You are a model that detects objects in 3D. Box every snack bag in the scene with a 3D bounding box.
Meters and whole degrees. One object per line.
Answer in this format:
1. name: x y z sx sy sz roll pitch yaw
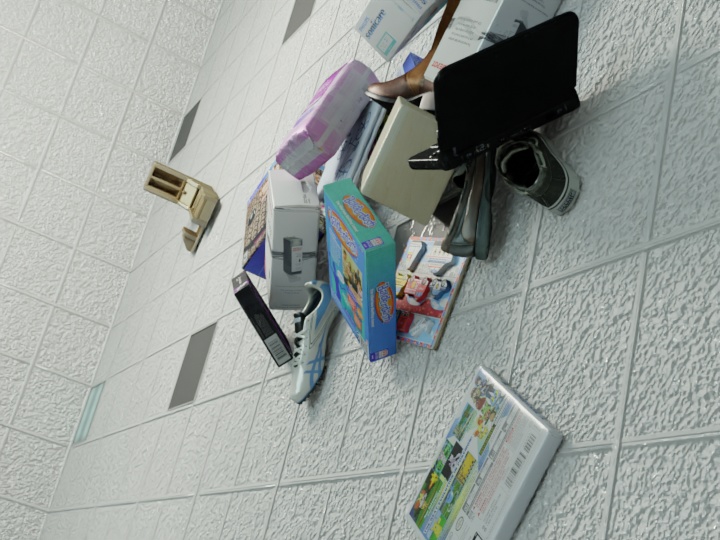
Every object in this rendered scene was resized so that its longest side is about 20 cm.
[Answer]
1. snack bag: -0.020 -0.199 1.773 0.199 0.021 0.191 -19 47 67

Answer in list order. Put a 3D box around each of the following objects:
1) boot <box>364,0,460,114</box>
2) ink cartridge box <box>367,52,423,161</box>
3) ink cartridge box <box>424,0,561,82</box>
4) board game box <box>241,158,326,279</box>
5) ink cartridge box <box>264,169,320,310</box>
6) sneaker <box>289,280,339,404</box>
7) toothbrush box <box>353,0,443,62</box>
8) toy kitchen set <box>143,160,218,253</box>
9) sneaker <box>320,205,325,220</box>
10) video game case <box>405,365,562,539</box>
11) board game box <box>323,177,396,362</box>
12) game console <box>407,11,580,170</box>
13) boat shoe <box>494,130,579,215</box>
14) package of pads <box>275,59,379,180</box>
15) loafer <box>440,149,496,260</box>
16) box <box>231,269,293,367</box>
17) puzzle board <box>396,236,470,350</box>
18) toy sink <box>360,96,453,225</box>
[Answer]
1. boot: 0.106 -0.340 1.603 0.187 0.068 0.203 13 81 50
2. ink cartridge box: 0.070 -0.278 1.722 0.201 0.041 0.120 -54 25 26
3. ink cartridge box: 0.186 -0.333 1.443 0.202 0.083 0.144 -62 23 9
4. board game box: -0.144 -0.102 1.970 0.160 0.096 0.202 -51 27 34
5. ink cartridge box: -0.120 -0.054 1.782 0.146 0.083 0.203 -105 19 -57
6. sneaker: -0.085 0.113 1.654 0.072 0.072 0.204 -20 52 59
7. toothbrush box: 0.096 -0.449 1.640 0.200 0.085 0.146 -47 2 -28
8. toy kitchen set: -0.492 -0.163 2.730 0.165 0.178 0.200 -64 18 8
9. sneaker: -0.019 -0.069 1.671 0.200 0.072 0.089 -102 -4 -82
10. video game case: 0.127 0.225 1.113 0.203 0.022 0.182 -65 22 8
11. board game box: 0.000 0.000 1.411 0.153 0.044 0.202 -123 22 -44
12. game console: 0.152 -0.209 1.224 0.197 0.118 0.175 -26 13 -16
13. boat shoe: 0.198 -0.132 1.241 0.072 0.063 0.200 -61 22 14
14. package of pads: -0.056 -0.256 1.746 0.120 0.076 0.202 -26 28 53
15. loafer: 0.141 -0.108 1.323 0.072 0.062 0.203 74 -159 -58
16. box: -0.168 0.078 1.749 0.036 0.144 0.200 -31 9 -2
17. puzzle board: 0.082 0.025 1.424 0.199 0.017 0.153 8 76 67
18. toy sink: 0.076 -0.157 1.454 0.200 0.111 0.132 -87 23 -78
